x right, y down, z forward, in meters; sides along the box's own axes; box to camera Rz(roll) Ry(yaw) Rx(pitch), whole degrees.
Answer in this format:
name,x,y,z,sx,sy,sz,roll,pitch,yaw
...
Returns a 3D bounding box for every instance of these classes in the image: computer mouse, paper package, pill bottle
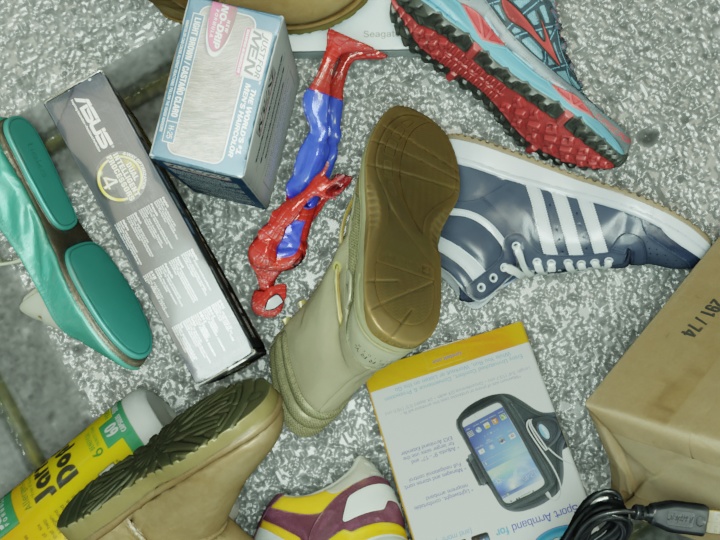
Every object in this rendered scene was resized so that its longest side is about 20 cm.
name,x,y,z,sx,sy,sz,roll,pitch,yaw
computer mouse,0.194,0.187,0.848,0.198,0.046,0.141,17,126,-13
paper package,0.271,0.076,0.871,0.200,0.190,0.104,-46,131,-30
pill bottle,-0.189,0.182,0.938,0.200,0.113,0.113,-40,88,-1

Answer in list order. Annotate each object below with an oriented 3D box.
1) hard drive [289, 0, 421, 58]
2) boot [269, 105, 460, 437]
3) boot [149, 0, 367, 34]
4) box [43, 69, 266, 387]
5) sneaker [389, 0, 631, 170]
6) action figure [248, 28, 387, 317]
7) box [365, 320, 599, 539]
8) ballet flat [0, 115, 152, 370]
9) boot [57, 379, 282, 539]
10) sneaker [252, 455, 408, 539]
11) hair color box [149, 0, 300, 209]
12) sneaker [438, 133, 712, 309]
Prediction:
name,x,y,z,sx,sy,sz,roll,pitch,yaw
hard drive,-0.007,-0.254,1.000,0.131,0.027,0.202,-1,88,0
boot,0.000,0.000,0.947,0.072,0.156,0.201,20,50,-19
boot,-0.099,-0.198,0.891,0.174,0.200,0.067,-6,86,19
box,-0.131,-0.021,0.923,0.049,0.161,0.201,-29,87,-1
sneaker,0.121,-0.153,0.965,0.200,0.079,0.096,39,73,-13
action figure,-0.034,-0.062,0.966,0.051,0.065,0.201,24,98,8
box,0.084,0.143,0.936,0.118,0.042,0.201,-17,62,-1
ballet flat,-0.218,-0.009,0.978,0.070,0.067,0.201,-31,88,23
boot,-0.061,0.179,0.855,0.175,0.066,0.200,-33,109,25
sneaker,-0.055,0.208,0.965,0.199,0.075,0.091,-32,49,14
hair color box,-0.083,-0.102,0.906,0.060,0.200,0.101,13,87,1
sneaker,0.133,-0.011,0.967,0.199,0.070,0.109,21,83,8
